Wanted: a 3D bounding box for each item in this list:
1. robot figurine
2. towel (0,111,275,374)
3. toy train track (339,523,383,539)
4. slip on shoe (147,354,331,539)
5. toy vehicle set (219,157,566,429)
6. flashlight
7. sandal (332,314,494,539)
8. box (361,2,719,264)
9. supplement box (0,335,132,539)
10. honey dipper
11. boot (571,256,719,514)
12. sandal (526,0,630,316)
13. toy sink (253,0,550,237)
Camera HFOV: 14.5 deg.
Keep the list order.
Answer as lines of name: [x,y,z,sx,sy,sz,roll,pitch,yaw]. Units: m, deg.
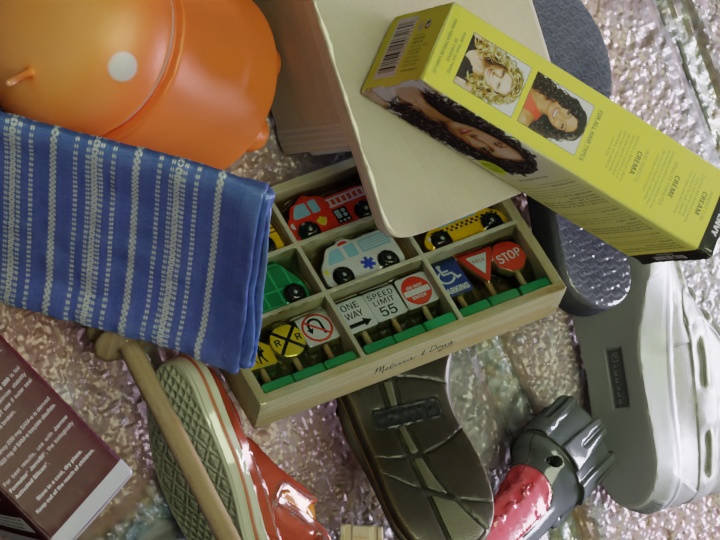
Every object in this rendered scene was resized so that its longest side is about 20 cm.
robot figurine: [-0.120,-0.110,1.482,0.144,0.117,0.200,-47,150,14]
towel: [-0.143,-0.017,1.447,0.199,0.145,0.024,14,50,3]
toy train track: [-0.041,0.193,1.517,0.199,0.033,0.116,2,107,16]
slip on shoe: [-0.058,0.132,1.563,0.061,0.074,0.201,-37,108,-35]
toy vehicle set: [0.000,0.000,1.576,0.199,0.027,0.125,-20,63,-25]
flashlight: [0.069,0.143,1.597,0.068,0.068,0.200,45,53,3]
sandal: [0.022,0.077,1.580,0.081,0.055,0.201,-10,62,-20]
box: [0.103,-0.070,1.514,0.199,0.075,0.050,29,76,-21]
supplement box: [-0.219,0.053,1.461,0.200,0.109,0.061,47,72,-19]
honey dipper: [-0.099,0.080,1.499,0.038,0.038,0.201,-19,63,-24]
boot: [0.183,0.039,1.686,0.095,0.073,0.202,-6,93,-40]
sandal: [0.109,-0.070,1.642,0.076,0.043,0.202,10,68,-38]
toy sink: [0.017,-0.129,1.575,0.130,0.112,0.201,-22,99,-23]
